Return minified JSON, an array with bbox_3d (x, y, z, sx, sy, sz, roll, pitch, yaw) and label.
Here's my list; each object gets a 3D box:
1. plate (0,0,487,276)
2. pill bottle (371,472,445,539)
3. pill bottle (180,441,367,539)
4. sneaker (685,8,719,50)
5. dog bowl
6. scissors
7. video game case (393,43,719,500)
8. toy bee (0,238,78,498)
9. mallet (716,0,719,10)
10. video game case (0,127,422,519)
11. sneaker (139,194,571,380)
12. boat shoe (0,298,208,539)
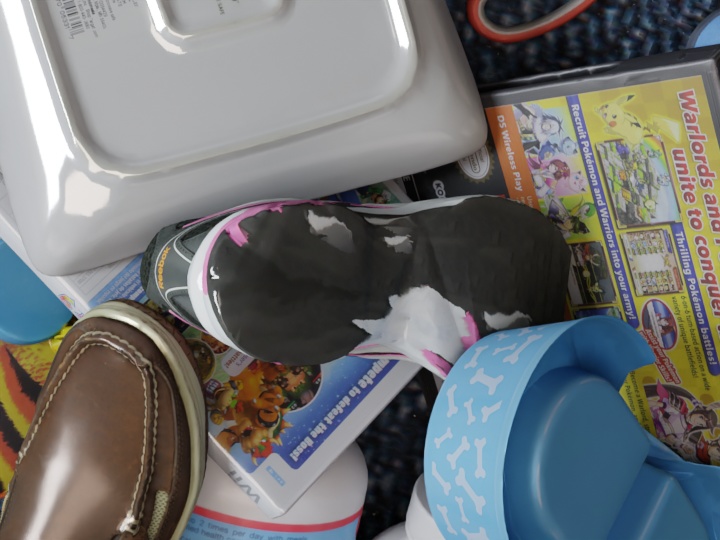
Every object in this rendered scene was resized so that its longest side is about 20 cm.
[{"bbox_3d":[-0.062,-0.118,0.748,0.200,0.032,0.200,-17,91,-14],"label":"plate"},{"bbox_3d":[0.040,0.193,0.854,0.112,0.112,0.200,11,113,-4],"label":"pill bottle"},{"bbox_3d":[-0.058,0.124,0.849,0.109,0.109,0.200,12,105,-4],"label":"pill bottle"},{"bbox_3d":[0.211,-0.029,0.767,0.066,0.078,0.200,-39,99,10],"label":"sneaker"},{"bbox_3d":[0.092,0.100,0.758,0.200,0.050,0.112,53,57,-37],"label":"dog bowl"},{"bbox_3d":[0.131,-0.170,0.827,0.200,0.014,0.073,-26,101,4],"label":"scissors"},{"bbox_3d":[0.097,0.011,0.815,0.181,0.026,0.200,-6,111,34],"label":"video game case"},{"bbox_3d":[-0.128,0.014,0.822,0.109,0.131,0.200,20,93,-31],"label":"toy bee"},{"bbox_3d":[0.259,-0.131,0.828,0.200,0.041,0.066,2,108,-6],"label":"mallet"},{"bbox_3d":[-0.057,-0.017,0.781,0.200,0.018,0.143,47,64,-4],"label":"video game case"},{"bbox_3d":[0.000,0.000,0.749,0.200,0.086,0.080,12,89,-42],"label":"sneaker"},{"bbox_3d":[-0.113,0.108,0.748,0.075,0.075,0.202,23,123,15],"label":"boat shoe"}]
